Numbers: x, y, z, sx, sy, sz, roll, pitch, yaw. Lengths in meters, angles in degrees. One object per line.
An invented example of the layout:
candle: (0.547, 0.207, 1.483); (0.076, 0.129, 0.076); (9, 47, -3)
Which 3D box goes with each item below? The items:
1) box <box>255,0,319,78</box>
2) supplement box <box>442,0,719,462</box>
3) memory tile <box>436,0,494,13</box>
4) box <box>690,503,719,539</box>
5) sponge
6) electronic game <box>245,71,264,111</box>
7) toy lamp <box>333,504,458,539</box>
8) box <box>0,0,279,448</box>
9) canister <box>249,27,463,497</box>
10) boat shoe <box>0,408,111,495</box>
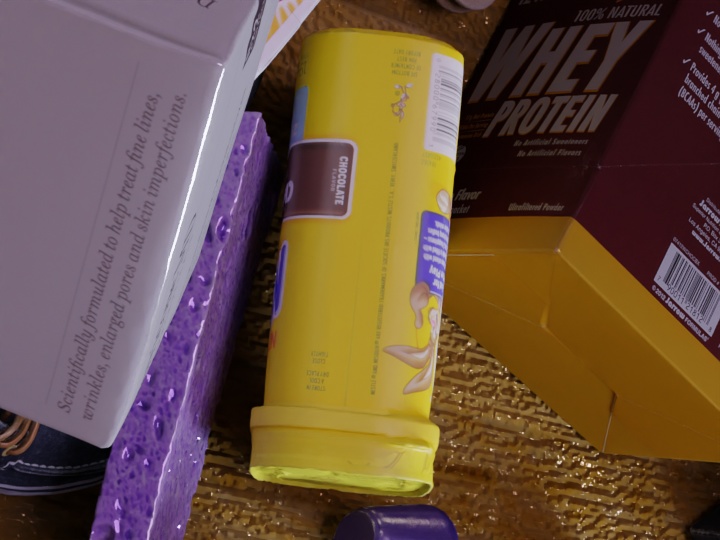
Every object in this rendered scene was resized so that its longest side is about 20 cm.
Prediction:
box: (-0.119, -0.157, 1.006); (0.200, 0.101, 0.113); (49, 65, -20)
supplement box: (0.154, -0.036, 1.255); (0.197, 0.133, 0.200); (42, 65, -31)
memory tile: (0.006, -0.221, 1.189); (0.200, 0.017, 0.154); (18, 73, -45)
box: (0.332, 0.155, 1.358); (0.196, 0.200, 0.118); (-32, 110, -34)
sponge: (-0.077, 0.033, 1.083); (0.030, 0.112, 0.201); (13, 79, 6)
electronic game: (-0.120, -0.132, 1.089); (0.200, 0.042, 0.201); (0, 90, -39)
toy lamp: (0.068, 0.161, 1.235); (0.200, 0.058, 0.058); (23, 75, -39)
box: (-0.146, -0.071, 0.903); (0.199, 0.199, 0.131); (22, 40, 0)
canister: (0.000, 0.000, 1.124); (0.086, 0.149, 0.201); (6, 81, 0)
boat shoe: (-0.161, 0.055, 1.023); (0.200, 0.091, 0.071); (18, 79, -38)
